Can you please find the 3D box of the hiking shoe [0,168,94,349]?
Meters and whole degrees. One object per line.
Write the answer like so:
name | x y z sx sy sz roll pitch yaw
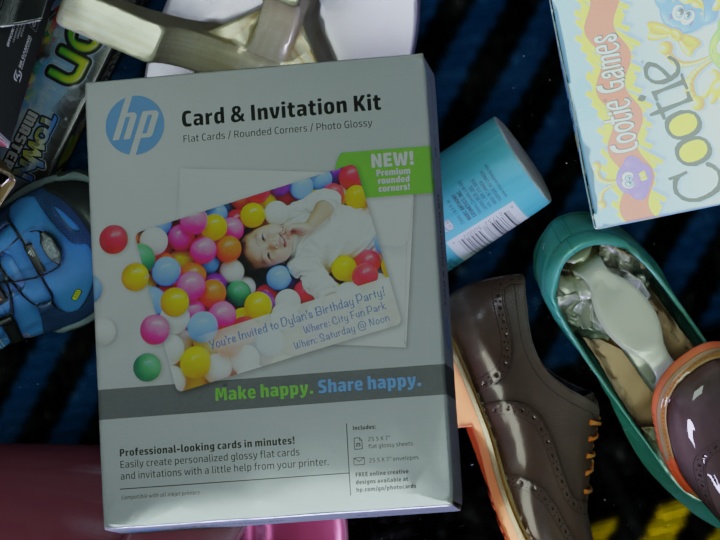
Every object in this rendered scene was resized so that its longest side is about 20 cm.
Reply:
hiking shoe | -0.187 0.017 1.127 0.200 0.087 0.075 -27 98 39

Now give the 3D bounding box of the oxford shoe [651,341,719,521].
oxford shoe | 0.204 0.109 1.096 0.071 0.073 0.200 -41 126 0

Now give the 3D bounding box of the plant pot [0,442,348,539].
plant pot | -0.123 0.166 1.135 0.179 0.200 0.201 13 99 20

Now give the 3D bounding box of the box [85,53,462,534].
box | -0.039 0.011 1.028 0.155 0.041 0.201 -4 80 7

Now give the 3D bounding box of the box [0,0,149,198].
box | -0.167 -0.138 1.167 0.110 0.035 0.200 28 99 2

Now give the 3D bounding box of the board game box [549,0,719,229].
board game box | 0.147 -0.088 1.057 0.103 0.200 0.105 -11 97 7

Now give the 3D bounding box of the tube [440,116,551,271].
tube | 0.000 0.000 1.158 0.200 0.050 0.077 -34 127 9

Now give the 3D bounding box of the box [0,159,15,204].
box | -0.260 -0.031 1.134 0.200 0.021 0.164 42 103 41

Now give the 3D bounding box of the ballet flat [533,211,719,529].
ballet flat | 0.151 0.059 1.142 0.067 0.070 0.200 -37 93 9

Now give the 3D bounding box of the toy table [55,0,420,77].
toy table | -0.047 -0.098 1.119 0.183 0.117 0.201 12 100 4

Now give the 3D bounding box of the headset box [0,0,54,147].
headset box | -0.225 -0.137 1.086 0.200 0.077 0.149 0 65 29

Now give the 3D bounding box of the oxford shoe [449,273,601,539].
oxford shoe | 0.094 0.098 1.155 0.073 0.071 0.200 -26 96 0
